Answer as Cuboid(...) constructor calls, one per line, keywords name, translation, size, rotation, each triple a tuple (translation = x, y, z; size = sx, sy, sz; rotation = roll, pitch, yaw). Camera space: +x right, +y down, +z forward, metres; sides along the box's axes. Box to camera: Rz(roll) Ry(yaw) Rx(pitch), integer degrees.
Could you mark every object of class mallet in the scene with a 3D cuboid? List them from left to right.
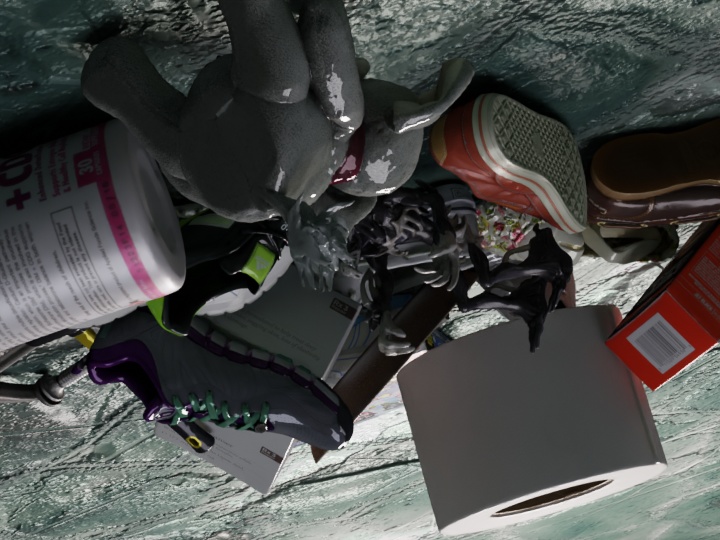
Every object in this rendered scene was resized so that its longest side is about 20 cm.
Cuboid(name="mallet", translation=(-0.186, 0.079, 1.399), size=(0.065, 0.041, 0.200), rotation=(-18, 130, 22))

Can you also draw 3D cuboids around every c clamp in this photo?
Cuboid(name="c clamp", translation=(-0.222, 0.067, 1.472), size=(0.199, 0.027, 0.170), rotation=(-28, 156, 27))

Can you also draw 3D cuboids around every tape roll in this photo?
Cuboid(name="tape roll", translation=(0.142, 0.126, 1.548), size=(0.201, 0.140, 0.203), rotation=(-15, 165, -4))

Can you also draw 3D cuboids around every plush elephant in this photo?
Cuboid(name="plush elephant", translation=(-0.027, -0.091, 1.060), size=(0.165, 0.201, 0.154), rotation=(-41, 167, 34))

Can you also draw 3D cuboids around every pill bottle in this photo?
Cuboid(name="pill bottle", translation=(-0.219, -0.011, 1.157), size=(0.198, 0.114, 0.113), rotation=(-19, 159, 5))

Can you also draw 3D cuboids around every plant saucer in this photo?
Cuboid(name="plant saucer", translation=(0.021, 0.069, 1.474), size=(0.200, 0.032, 0.200), rotation=(-49, 176, -4))

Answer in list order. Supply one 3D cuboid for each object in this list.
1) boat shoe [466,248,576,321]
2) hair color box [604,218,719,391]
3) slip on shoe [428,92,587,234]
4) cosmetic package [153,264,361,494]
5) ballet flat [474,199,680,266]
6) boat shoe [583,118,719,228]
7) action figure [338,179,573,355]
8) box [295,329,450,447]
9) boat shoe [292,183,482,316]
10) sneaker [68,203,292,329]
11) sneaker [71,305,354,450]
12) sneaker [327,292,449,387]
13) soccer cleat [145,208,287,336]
Cuboid(name="boat shoe", translation=(0.141, 0.018, 1.565), size=(0.071, 0.069, 0.200), rotation=(-21, 159, 11))
Cuboid(name="hair color box", translation=(0.290, 0.000, 1.506), size=(0.200, 0.061, 0.102), rotation=(-44, 178, -37))
Cuboid(name="slip on shoe", translation=(0.112, -0.074, 1.322), size=(0.061, 0.075, 0.200), rotation=(-10, 162, 29))
Cuboid(name="cosmetic package", translation=(-0.083, 0.077, 1.432), size=(0.112, 0.081, 0.201), rotation=(27, 146, 3))
Cuboid(name="ballet flat", translation=(0.176, -0.033, 1.469), size=(0.198, 0.064, 0.076), rotation=(-5, 139, -29))
Cuboid(name="boat shoe", translation=(0.263, -0.073, 1.432), size=(0.198, 0.071, 0.071), rotation=(-4, 150, -10))
Cuboid(name="action figure", translation=(0.047, -0.004, 1.323), size=(0.198, 0.103, 0.119), rotation=(16, 144, -9))
Cuboid(name="box", translation=(-0.011, 0.106, 1.714), size=(0.198, 0.040, 0.137), rotation=(-22, 158, 15))
Cuboid(name="boat shoe", translation=(0.000, 0.000, 1.416), size=(0.199, 0.067, 0.073), rotation=(-25, 157, 21))
Cuboid(name="sneaker", translation=(-0.135, -0.012, 1.284), size=(0.198, 0.075, 0.087), rotation=(-13, 153, -12))
Cuboid(name="sneaker", translation=(-0.105, 0.093, 1.322), size=(0.199, 0.088, 0.075), rotation=(28, 145, 7))
Cuboid(name="sneaker", translation=(-0.009, 0.086, 1.600), size=(0.199, 0.087, 0.075), rotation=(-24, 156, 14))
Cuboid(name="soccer cleat", translation=(-0.062, -0.035, 1.206), size=(0.200, 0.081, 0.067), rotation=(-41, 132, 12))
